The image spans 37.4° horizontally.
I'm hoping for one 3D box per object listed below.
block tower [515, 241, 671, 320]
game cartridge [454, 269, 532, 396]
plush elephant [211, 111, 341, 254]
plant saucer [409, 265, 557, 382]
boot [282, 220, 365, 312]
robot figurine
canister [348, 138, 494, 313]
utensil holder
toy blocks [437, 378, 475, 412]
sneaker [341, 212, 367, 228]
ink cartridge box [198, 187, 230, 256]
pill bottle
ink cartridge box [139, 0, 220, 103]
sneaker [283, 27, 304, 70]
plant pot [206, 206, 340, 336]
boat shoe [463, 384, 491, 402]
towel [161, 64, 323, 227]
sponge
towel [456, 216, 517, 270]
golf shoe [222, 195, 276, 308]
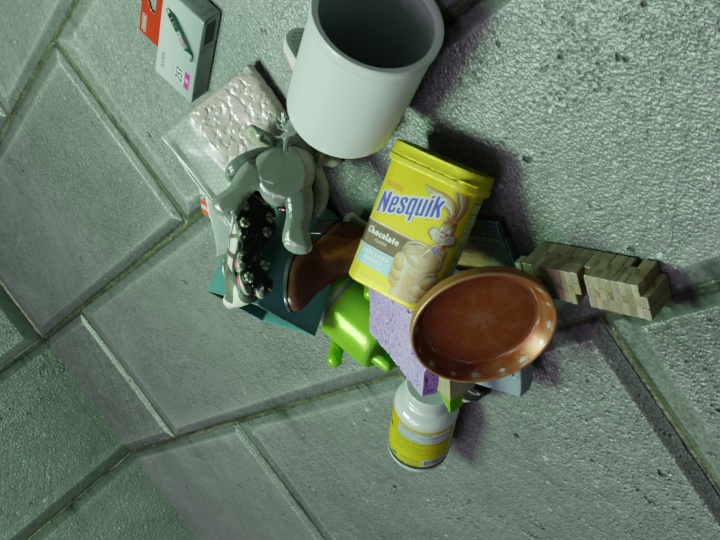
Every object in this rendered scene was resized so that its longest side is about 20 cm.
[{"bbox_3d":[0.299,0.010,1.381,0.199,0.058,0.054,12,133,44],"label":"block tower"},{"bbox_3d":[0.189,0.091,1.583,0.133,0.041,0.201,10,128,43],"label":"game cartridge"},{"bbox_3d":[-0.113,-0.148,1.613,0.163,0.155,0.202,19,100,5],"label":"plush elephant"},{"bbox_3d":[0.163,0.070,1.426,0.032,0.198,0.201,-101,2,-49],"label":"plant saucer"},{"bbox_3d":[0.000,0.000,1.577,0.198,0.189,0.069,7,128,25],"label":"boot"},{"bbox_3d":[0.000,0.080,1.779,0.200,0.115,0.176,40,125,19],"label":"robot figurine"},{"bbox_3d":[0.080,-0.059,1.454,0.148,0.086,0.201,27,102,29],"label":"canister"},{"bbox_3d":[-0.002,-0.262,1.372,0.170,0.170,0.200,44,150,10],"label":"utensil holder"},{"bbox_3d":[0.108,0.093,1.588,0.137,0.099,0.201,39,147,42],"label":"toy blocks"},{"bbox_3d":[0.036,-0.014,1.674,0.199,0.075,0.100,36,142,19],"label":"sneaker"},{"bbox_3d":[-0.213,-0.136,1.775,0.050,0.108,0.202,-152,51,-63],"label":"ink cartridge box"},{"bbox_3d":[0.109,0.250,1.823,0.112,0.112,0.201,36,146,22],"label":"pill bottle"},{"bbox_3d":[-0.313,-0.400,1.747,0.173,0.044,0.200,42,148,11],"label":"ink cartridge box"},{"bbox_3d":[-0.050,-0.248,1.535,0.200,0.075,0.105,46,144,0],"label":"sneaker"},{"bbox_3d":[-0.124,-0.021,1.738,0.141,0.201,0.141,13,166,46],"label":"plant pot"},{"bbox_3d":[0.133,0.129,1.703,0.200,0.074,0.060,51,149,-7],"label":"boat shoe"},{"bbox_3d":[-0.188,-0.192,1.695,0.201,0.190,0.032,53,-169,-12],"label":"towel"},{"bbox_3d":[0.061,0.084,1.557,0.200,0.030,0.112,-133,37,-55],"label":"sponge"},{"bbox_3d":[0.182,0.008,1.561,0.146,0.022,0.201,7,128,48],"label":"towel"},{"bbox_3d":[-0.183,-0.038,1.648,0.077,0.201,0.088,25,141,-32],"label":"golf shoe"}]
